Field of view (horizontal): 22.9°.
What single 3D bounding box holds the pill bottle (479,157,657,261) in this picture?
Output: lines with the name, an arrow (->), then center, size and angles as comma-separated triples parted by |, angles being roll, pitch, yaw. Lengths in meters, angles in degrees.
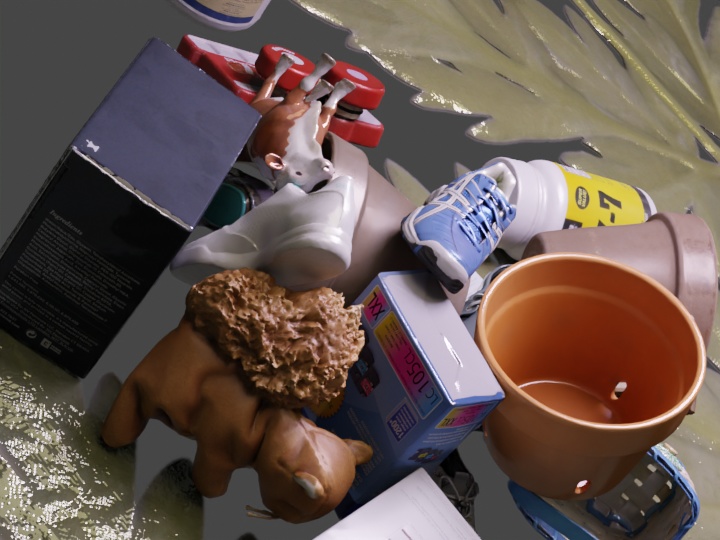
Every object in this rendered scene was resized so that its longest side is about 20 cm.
pill bottle -> 0.222, -0.057, 1.958 | 0.198, 0.115, 0.115 | 12, 43, -33

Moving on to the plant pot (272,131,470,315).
plant pot -> 0.000, 0.000, 1.607 | 0.172, 0.200, 0.201 | 24, 37, -17

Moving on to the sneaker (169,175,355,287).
sneaker -> -0.075, -0.030, 1.477 | 0.075, 0.199, 0.089 | 34, 57, -39

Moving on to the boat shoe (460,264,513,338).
boat shoe -> 0.114, 0.041, 1.688 | 0.072, 0.062, 0.200 | 17, 18, 18

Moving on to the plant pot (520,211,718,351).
plant pot -> 0.258, 0.029, 1.855 | 0.173, 0.201, 0.201 | 9, 42, -12

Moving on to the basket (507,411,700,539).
basket -> 0.222, 0.210, 1.642 | 0.176, 0.139, 0.200 | 38, 26, -1

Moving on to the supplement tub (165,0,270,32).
supplement tub -> -0.127, -0.373, 1.910 | 0.143, 0.200, 0.145 | 24, 37, -20

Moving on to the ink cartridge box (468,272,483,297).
ink cartridge box -> 0.050, 0.032, 1.764 | 0.200, 0.041, 0.199 | 48, 37, 10

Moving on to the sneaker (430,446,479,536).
sneaker -> 0.068, 0.210, 1.549 | 0.074, 0.082, 0.201 | 12, 44, -34

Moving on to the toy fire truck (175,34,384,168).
toy fire truck -> -0.079, -0.184, 1.843 | 0.199, 0.113, 0.168 | 10, 26, -37

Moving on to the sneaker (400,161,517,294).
sneaker -> 0.089, -0.045, 1.535 | 0.076, 0.077, 0.200 | 48, 21, -11

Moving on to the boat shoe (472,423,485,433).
boat shoe -> 0.120, 0.122, 1.672 | 0.199, 0.062, 0.075 | 19, 69, -48

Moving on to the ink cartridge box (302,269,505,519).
ink cartridge box -> 0.014, 0.115, 1.501 | 0.076, 0.200, 0.137 | -2, 52, -44

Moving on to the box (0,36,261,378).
box -> -0.204, -0.055, 1.492 | 0.123, 0.197, 0.201 | 34, 36, -7

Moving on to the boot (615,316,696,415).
boot -> 0.235, 0.078, 1.752 | 0.198, 0.075, 0.109 | 6, 81, 5

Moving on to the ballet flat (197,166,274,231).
ballet flat -> -0.140, -0.071, 1.634 | 0.072, 0.073, 0.200 | 0, 18, -42

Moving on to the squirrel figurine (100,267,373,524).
squirrel figurine -> -0.075, 0.104, 1.431 | 0.186, 0.201, 0.141 | 37, 26, 19

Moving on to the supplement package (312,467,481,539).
supplement package -> 0.001, 0.261, 1.405 | 0.110, 0.114, 0.199 | 49, 36, 12

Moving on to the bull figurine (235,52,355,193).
bull figurine -> -0.063, -0.128, 1.568 | 0.065, 0.122, 0.200 | 40, -7, -25

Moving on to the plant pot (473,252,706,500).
plant pot -> 0.185, 0.103, 1.543 | 0.198, 0.141, 0.201 | 6, 46, -6
